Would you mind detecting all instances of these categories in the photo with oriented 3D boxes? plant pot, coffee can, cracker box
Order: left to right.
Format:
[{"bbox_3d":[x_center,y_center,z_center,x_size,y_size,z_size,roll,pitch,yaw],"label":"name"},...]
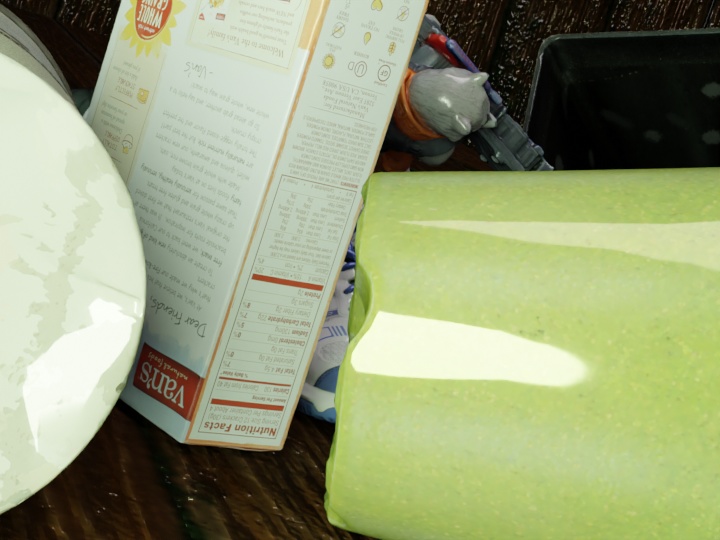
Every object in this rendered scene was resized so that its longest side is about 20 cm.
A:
[{"bbox_3d":[-0.153,-0.018,0.519,0.146,0.146,0.200,15,9,-18],"label":"coffee can"},{"bbox_3d":[-0.060,-0.042,0.676,0.058,0.200,0.134,11,11,-43],"label":"cracker box"},{"bbox_3d":[0.084,0.039,0.593,0.184,0.201,0.200,6,9,1],"label":"plant pot"},{"bbox_3d":[0.234,-0.043,1.188,0.199,0.200,0.177,1,-31,25],"label":"plant pot"}]

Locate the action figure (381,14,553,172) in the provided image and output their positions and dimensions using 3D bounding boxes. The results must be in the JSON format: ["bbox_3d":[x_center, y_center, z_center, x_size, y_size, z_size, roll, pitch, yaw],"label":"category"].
[{"bbox_3d":[0.036,-0.083,1.053,0.200,0.105,0.193,45,-22,-11],"label":"action figure"}]

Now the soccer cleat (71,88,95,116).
[{"bbox_3d":[-0.092,-0.088,1.020,0.200,0.081,0.068,20,9,7],"label":"soccer cleat"}]

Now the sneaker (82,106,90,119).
[{"bbox_3d":[-0.081,-0.067,0.886,0.115,0.200,0.075,31,-30,34],"label":"sneaker"}]

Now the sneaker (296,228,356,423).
[{"bbox_3d":[-0.008,0.017,0.793,0.075,0.088,0.200,16,10,-26],"label":"sneaker"}]
